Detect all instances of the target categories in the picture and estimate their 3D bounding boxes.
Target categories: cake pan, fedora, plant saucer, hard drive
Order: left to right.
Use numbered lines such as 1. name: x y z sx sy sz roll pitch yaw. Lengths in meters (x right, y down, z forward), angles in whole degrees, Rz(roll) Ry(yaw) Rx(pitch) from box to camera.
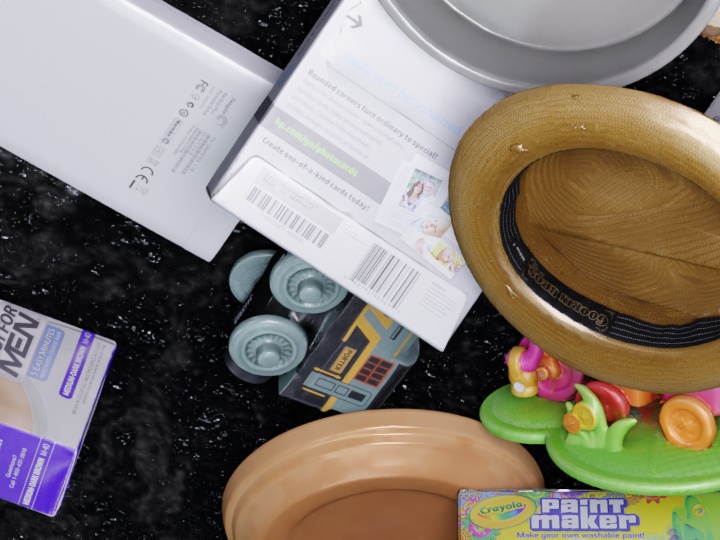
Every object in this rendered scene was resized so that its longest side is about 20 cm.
1. hard drive: -0.141 -0.101 1.474 0.200 0.027 0.132 29 126 -12
2. plant saucer: 0.015 0.156 1.587 0.200 0.037 0.200 -2 142 -1
3. cake pan: 0.093 -0.185 1.298 0.200 0.037 0.200 7 119 13
4. fedora: 0.147 -0.030 1.323 0.200 0.082 0.201 16 132 18

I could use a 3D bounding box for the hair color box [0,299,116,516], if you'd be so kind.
1. hair color box: -0.258 0.061 1.562 0.200 0.109 0.065 19 127 -4

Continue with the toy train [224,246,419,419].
1. toy train: 0.000 0.000 1.493 0.114 0.085 0.200 21 126 -20

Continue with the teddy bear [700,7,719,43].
1. teddy bear: 0.170 -0.196 1.322 0.145 0.067 0.200 3 125 12

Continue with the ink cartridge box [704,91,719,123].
1. ink cartridge box: 0.286 -0.027 1.368 0.200 0.088 0.145 44 157 -22

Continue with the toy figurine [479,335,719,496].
1. toy figurine: 0.150 0.008 1.461 0.200 0.150 0.184 9 116 35

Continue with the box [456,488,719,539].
1. box: 0.157 0.232 1.561 0.200 0.122 0.193 0 141 2

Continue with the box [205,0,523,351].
1. box: 0.035 -0.082 1.390 0.156 0.041 0.200 33 96 -13
